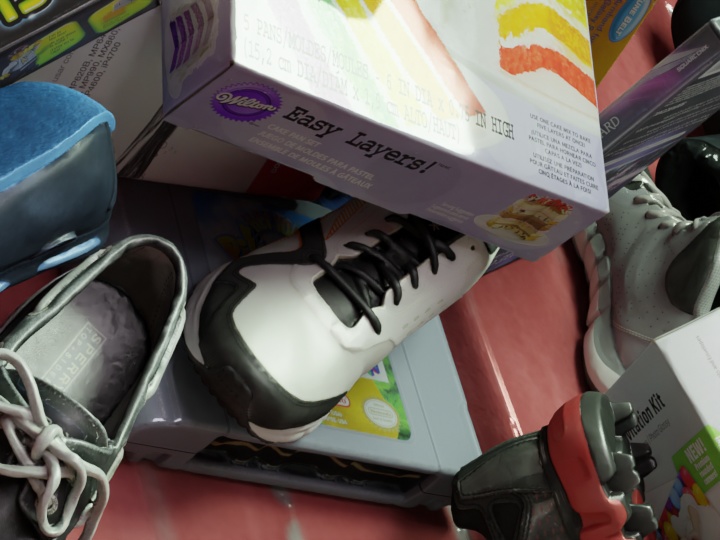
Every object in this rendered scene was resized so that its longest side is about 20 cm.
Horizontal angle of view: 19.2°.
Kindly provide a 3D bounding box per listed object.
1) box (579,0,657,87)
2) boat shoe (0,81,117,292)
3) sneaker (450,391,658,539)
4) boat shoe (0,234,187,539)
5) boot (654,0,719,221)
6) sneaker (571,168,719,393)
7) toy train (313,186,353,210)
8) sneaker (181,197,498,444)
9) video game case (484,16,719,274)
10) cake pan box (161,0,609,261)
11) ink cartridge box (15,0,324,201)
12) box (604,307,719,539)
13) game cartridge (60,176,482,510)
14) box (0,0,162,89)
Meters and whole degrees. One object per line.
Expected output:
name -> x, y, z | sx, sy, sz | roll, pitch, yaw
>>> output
box -> 0.070, -0.160, 0.972 | 0.041, 0.119, 0.201 | 15, 35, -30
boat shoe -> -0.156, 0.011, 0.680 | 0.199, 0.069, 0.084 | -26, 40, -23
sneaker -> 0.096, 0.150, 0.893 | 0.071, 0.097, 0.202 | -73, 142, -65
boat shoe -> -0.113, 0.062, 0.707 | 0.074, 0.068, 0.200 | 44, 44, -6
boot -> 0.221, -0.081, 1.250 | 0.168, 0.076, 0.201 | -14, 76, -58
sneaker -> 0.169, -0.018, 1.095 | 0.075, 0.115, 0.201 | 28, 40, -31
toy train -> 0.020, -0.084, 1.013 | 0.199, 0.087, 0.115 | -8, 56, -50
sneaker -> 0.000, 0.000, 0.849 | 0.074, 0.080, 0.200 | 52, 35, -2
video game case -> 0.126, -0.061, 1.005 | 0.019, 0.200, 0.143 | 56, 34, 8
cake pan box -> 0.006, -0.119, 0.830 | 0.199, 0.052, 0.186 | 20, 53, -35
ink cartridge box -> -0.101, -0.111, 0.860 | 0.199, 0.084, 0.145 | 4, 40, -47
box -> 0.168, 0.134, 0.922 | 0.041, 0.156, 0.201 | -22, 75, -18
game cartridge -> -0.034, 0.026, 0.884 | 0.199, 0.040, 0.134 | 14, 45, -43
box -> -0.178, -0.094, 0.709 | 0.199, 0.035, 0.111 | -29, 80, -13
